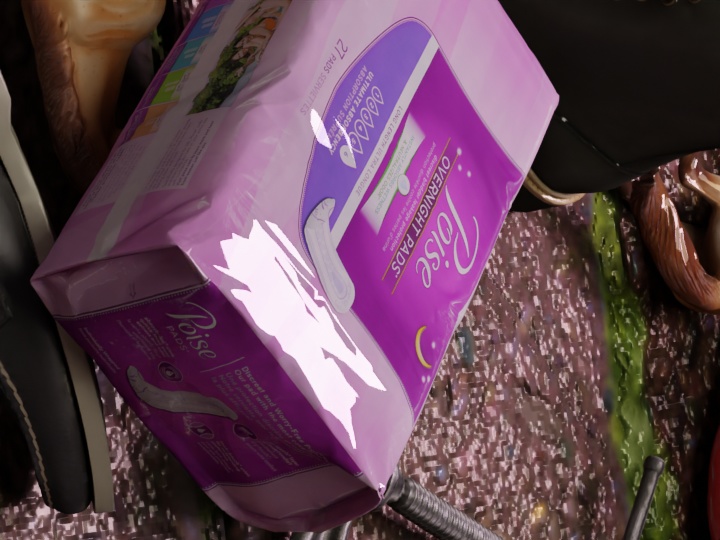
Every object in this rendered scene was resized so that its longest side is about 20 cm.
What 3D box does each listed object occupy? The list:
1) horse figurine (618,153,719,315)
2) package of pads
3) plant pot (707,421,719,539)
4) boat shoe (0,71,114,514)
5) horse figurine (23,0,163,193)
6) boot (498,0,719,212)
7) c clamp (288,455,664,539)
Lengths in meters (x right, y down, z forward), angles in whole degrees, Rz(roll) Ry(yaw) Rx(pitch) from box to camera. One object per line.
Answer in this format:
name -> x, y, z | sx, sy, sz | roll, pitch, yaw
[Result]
horse figurine -> 0.164, -0.033, 1.229 | 0.200, 0.050, 0.133 | -30, 99, -50
package of pads -> -0.013, -0.028, 0.923 | 0.121, 0.075, 0.201 | 52, 44, -28
plant pot -> 0.271, 0.107, 1.214 | 0.182, 0.199, 0.202 | 37, 56, -45
boat shoe -> -0.127, -0.011, 0.899 | 0.062, 0.073, 0.201 | -19, 106, -6
horse figurine -> -0.086, -0.128, 0.929 | 0.133, 0.050, 0.201 | -54, 141, -36
boot -> 0.077, -0.121, 1.077 | 0.200, 0.138, 0.078 | 55, 47, -24
c clamp -> 0.035, 0.122, 1.071 | 0.200, 0.027, 0.172 | 29, 67, -45
